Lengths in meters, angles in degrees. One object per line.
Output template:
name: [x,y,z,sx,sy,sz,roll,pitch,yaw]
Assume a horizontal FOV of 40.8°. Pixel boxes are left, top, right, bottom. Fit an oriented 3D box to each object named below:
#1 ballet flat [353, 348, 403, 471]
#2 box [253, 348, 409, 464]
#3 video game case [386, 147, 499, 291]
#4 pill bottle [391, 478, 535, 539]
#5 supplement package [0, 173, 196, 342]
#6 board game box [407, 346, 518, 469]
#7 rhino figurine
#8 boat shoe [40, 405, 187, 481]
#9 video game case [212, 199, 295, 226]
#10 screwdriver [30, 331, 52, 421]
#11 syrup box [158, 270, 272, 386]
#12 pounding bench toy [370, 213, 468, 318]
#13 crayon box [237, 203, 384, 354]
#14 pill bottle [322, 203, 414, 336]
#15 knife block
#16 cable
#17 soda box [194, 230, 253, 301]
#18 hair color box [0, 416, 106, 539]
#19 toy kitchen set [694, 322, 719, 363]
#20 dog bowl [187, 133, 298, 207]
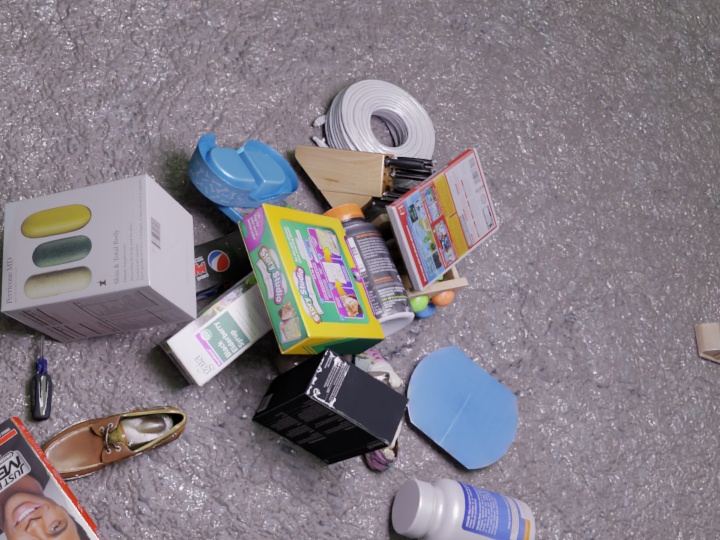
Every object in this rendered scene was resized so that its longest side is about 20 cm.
ballet flat: [0.035,0.204,1.483,0.069,0.071,0.201,10,64,-33]
box: [-0.044,0.196,1.357,0.141,0.200,0.079,35,60,-13]
video game case: [0.130,-0.079,1.472,0.200,0.017,0.144,-37,118,-34]
pill bottle: [0.152,0.376,1.450,0.199,0.112,0.113,21,59,-21]
supplement package: [-0.335,-0.011,1.256,0.199,0.151,0.153,-10,69,11]
board game box: [0.158,0.226,1.568,0.200,0.039,0.158,39,60,-4]
rhino figurine: [-0.037,0.149,1.450,0.199,0.060,0.088,27,69,1]
boat shoe: [-0.325,0.217,1.268,0.199,0.068,0.072,-18,81,-33]
video game case: [-0.128,-0.069,1.505,0.200,0.018,0.143,42,27,-8]
screwdriver: [-0.425,0.102,1.291,0.028,0.029,0.201,6,63,-28]
syrup box: [-0.180,0.073,1.372,0.200,0.081,0.079,-39,98,-19]
pounding bench toy: [0.094,-0.015,1.536,0.124,0.200,0.157,-10,73,-33]
crayon box: [-0.067,0.016,1.346,0.172,0.058,0.201,7,56,-52]
pill bottle: [0.000,0.000,1.472,0.106,0.106,0.201,-9,68,-33]
knife block: [0.017,-0.169,1.567,0.200,0.175,0.064,53,17,7]
cable: [0.036,-0.240,1.683,0.200,0.069,0.200,42,54,-7]
soda box: [-0.247,0.009,1.410,0.199,0.063,0.071,-22,81,-35]
hair color box: [-0.405,0.288,1.177,0.101,0.061,0.200,-37,90,-15]
toy kitchen set: [0.779,0.114,1.890,0.163,0.180,0.201,17,57,-22]
dog bowl: [-0.180,-0.145,1.463,0.200,0.050,0.112,-2,53,-56]
